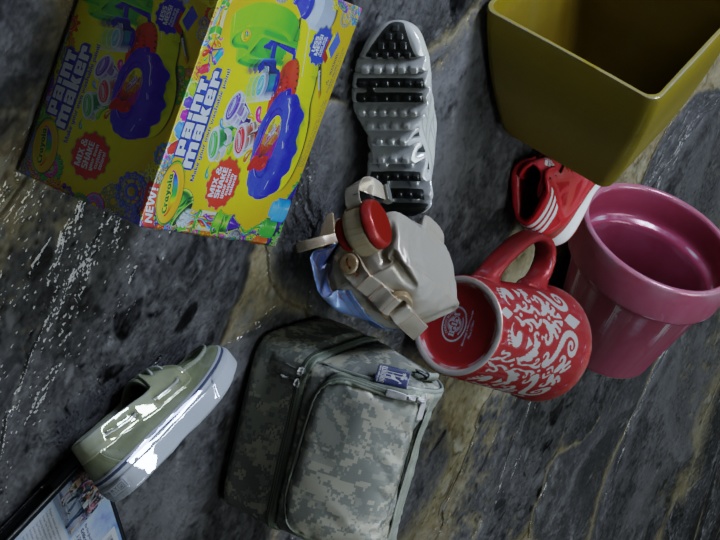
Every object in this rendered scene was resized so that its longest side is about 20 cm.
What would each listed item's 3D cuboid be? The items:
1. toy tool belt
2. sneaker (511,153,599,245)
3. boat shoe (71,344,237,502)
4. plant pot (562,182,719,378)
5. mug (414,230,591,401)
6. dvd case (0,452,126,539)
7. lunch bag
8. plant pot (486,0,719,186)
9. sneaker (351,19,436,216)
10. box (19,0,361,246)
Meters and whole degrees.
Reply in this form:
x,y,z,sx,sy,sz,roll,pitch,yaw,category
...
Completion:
x,y,z,sx,sy,sz,roll,pitch,yaw,category
0.000,0.000,1.793,0.200,0.123,0.125,32,43,-58,toy tool belt
0.236,-0.127,2.165,0.200,0.078,0.116,-67,154,-2,sneaker
-0.169,0.113,1.636,0.072,0.062,0.200,-31,-167,37,boat shoe
0.325,0.024,2.342,0.200,0.200,0.179,-31,153,-48,plant pot
0.146,0.050,2.123,0.200,0.133,0.178,12,63,-58,mug
-0.273,0.253,1.612,0.200,0.018,0.143,-47,147,-31,dvd case
-0.017,0.159,1.834,0.139,0.168,0.200,-12,121,-58,lunch bag
0.249,-0.209,2.013,0.200,0.200,0.177,-44,157,-37,plant pot
0.038,-0.150,1.810,0.081,0.075,0.200,-66,159,-49,sneaker
-0.125,-0.137,1.457,0.193,0.122,0.200,6,105,-61,box
